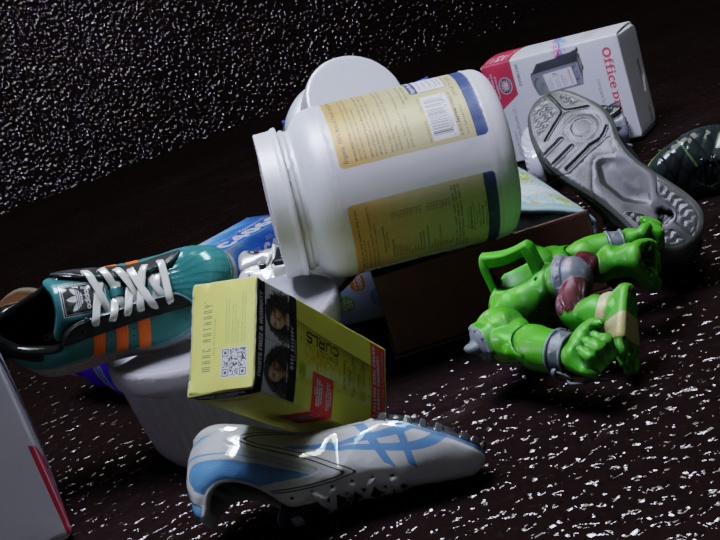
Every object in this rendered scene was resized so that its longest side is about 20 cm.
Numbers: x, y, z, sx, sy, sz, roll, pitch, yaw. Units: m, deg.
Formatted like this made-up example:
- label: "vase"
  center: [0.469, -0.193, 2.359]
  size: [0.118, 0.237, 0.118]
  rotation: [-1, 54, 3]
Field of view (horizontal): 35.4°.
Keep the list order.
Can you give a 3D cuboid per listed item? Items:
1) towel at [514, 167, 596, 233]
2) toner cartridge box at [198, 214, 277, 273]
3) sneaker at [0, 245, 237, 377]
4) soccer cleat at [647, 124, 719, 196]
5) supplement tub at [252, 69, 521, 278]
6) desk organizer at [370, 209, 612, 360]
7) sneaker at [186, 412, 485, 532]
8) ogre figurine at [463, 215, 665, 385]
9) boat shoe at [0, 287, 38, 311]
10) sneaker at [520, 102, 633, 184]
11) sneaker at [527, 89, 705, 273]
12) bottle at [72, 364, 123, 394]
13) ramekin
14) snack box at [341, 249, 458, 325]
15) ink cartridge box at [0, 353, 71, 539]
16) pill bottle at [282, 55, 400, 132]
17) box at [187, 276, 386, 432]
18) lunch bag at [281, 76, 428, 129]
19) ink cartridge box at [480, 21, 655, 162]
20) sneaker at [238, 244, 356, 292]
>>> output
- label: "towel"
  center: [0.121, -0.077, 1.164]
  size: [0.199, 0.048, 0.171]
  rotation: [5, 23, -20]
- label: "toner cartridge box"
  center: [-0.175, -0.019, 1.484]
  size: [0.095, 0.043, 0.200]
  rotation: [-6, 19, 40]
- label: "sneaker"
  center: [-0.193, 0.029, 0.867]
  size: [0.199, 0.072, 0.080]
  rotation: [-22, -21, 13]
- label: "soccer cleat"
  center: [0.388, -0.115, 1.144]
  size: [0.199, 0.068, 0.081]
  rotation: [-18, 28, -1]
- label: "supplement tub"
  center: [0.020, -0.076, 0.939]
  size: [0.199, 0.145, 0.144]
  rotation: [-14, 15, -4]
- label: "desk organizer"
  center: [0.111, 0.004, 1.003]
  size: [0.199, 0.077, 0.072]
  rotation: [-18, 15, 1]
- label: "sneaker"
  center: [-0.016, 0.135, 0.741]
  size: [0.199, 0.073, 0.072]
  rotation: [-5, -23, 9]
- label: "ogre figurine"
  center: [0.155, 0.019, 0.853]
  size: [0.119, 0.098, 0.201]
  rotation: [-5, 47, 31]
- label: "boat shoe"
  center: [-0.461, 0.079, 1.427]
  size: [0.199, 0.076, 0.074]
  rotation: [-18, 18, 35]
- label: "sneaker"
  center: [0.274, -0.163, 1.409]
  size: [0.113, 0.076, 0.200]
  rotation: [-13, 13, 28]
- label: "sneaker"
  center: [0.223, -0.071, 0.999]
  size: [0.076, 0.199, 0.114]
  rotation: [-41, -27, -3]
- label: "bottle"
  center: [-0.221, 0.081, 1.103]
  size: [0.199, 0.084, 0.065]
  rotation: [-3, 28, 42]
- label: "ramekin"
  center: [-0.099, 0.084, 0.933]
  size: [0.201, 0.095, 0.202]
  rotation: [-17, 16, 5]
- label: "snack box"
  center: [0.000, 0.000, 1.168]
  size: [0.199, 0.068, 0.169]
  rotation: [-12, 15, 16]
- label: "ink cartridge box"
  center: [-0.305, 0.132, 0.897]
  size: [0.084, 0.145, 0.200]
  rotation: [-24, 16, -17]
- label: "pill bottle"
  center: [-0.025, -0.116, 1.106]
  size: [0.113, 0.113, 0.200]
  rotation: [-24, -16, -21]
- label: "box"
  center: [-0.043, 0.068, 0.767]
  size: [0.050, 0.076, 0.200]
  rotation: [-8, -21, 23]
- label: "lunch bag"
  center: [0.011, -0.143, 1.462]
  size: [0.199, 0.171, 0.124]
  rotation: [-14, 12, 15]
- label: "ink cartridge box"
  center: [0.283, -0.241, 1.540]
  size: [0.199, 0.148, 0.086]
  rotation: [-9, 17, 32]
- label: "sneaker"
  center: [-0.066, 0.004, 1.040]
  size: [0.200, 0.089, 0.074]
  rotation: [-41, 6, 15]
